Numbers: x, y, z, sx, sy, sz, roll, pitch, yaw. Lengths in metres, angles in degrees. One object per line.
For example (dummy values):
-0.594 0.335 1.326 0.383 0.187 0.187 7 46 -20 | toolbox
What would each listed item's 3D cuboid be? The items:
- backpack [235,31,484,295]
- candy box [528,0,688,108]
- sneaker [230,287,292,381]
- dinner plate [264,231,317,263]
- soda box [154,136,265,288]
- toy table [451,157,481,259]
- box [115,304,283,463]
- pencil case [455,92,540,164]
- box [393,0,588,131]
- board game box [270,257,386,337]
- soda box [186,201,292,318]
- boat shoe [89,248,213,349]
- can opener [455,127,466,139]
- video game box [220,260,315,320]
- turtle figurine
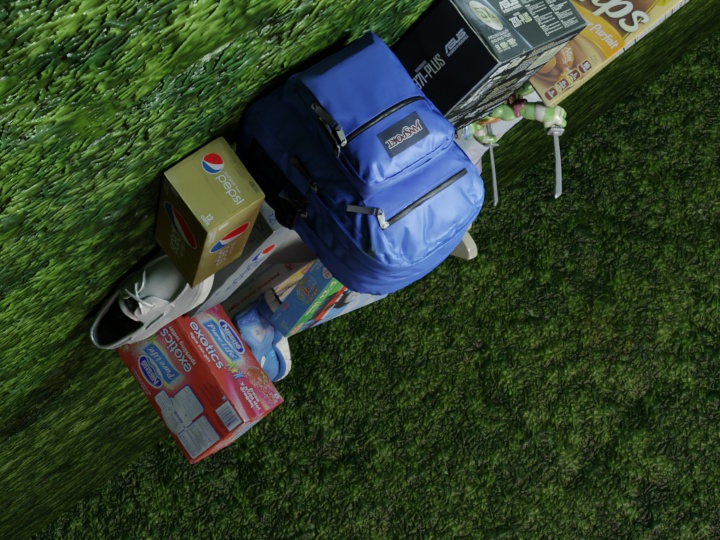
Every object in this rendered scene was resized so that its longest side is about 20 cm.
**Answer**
0.006 -0.085 1.047 0.162 0.201 0.168 -34 174 -19 | backpack
0.261 -0.293 1.373 0.200 0.116 0.055 -38 176 15 | candy box
-0.140 0.094 1.536 0.089 0.079 0.200 -25 155 -16 | sneaker
-0.071 -0.040 1.403 0.198 0.024 0.200 -9 164 -2 | dinner plate
-0.143 -0.048 1.113 0.064 0.068 0.200 -36 175 -18 | soda box
0.096 -0.092 1.741 0.199 0.118 0.183 -17 -154 -28 | toy table
-0.196 0.107 1.400 0.100 0.201 0.095 -39 172 26 | box
0.181 -0.223 1.652 0.091 0.083 0.200 -41 179 -45 | pencil case
0.113 -0.216 1.233 0.200 0.086 0.164 -31 173 -48 | box
0.000 0.000 1.458 0.199 0.037 0.151 -22 158 -49 | board game box
-0.139 -0.030 1.302 0.063 0.068 0.200 -30 171 -45 | soda box
-0.229 0.028 1.282 0.199 0.072 0.068 -29 -179 43 | boat shoe
0.061 -0.159 1.321 0.200 0.078 0.064 -37 142 -53 | can opener
-0.117 0.021 1.615 0.182 0.047 0.200 -39 173 -3 | video game box
0.205 -0.192 1.491 0.194 0.200 0.144 -46 173 -17 | turtle figurine
